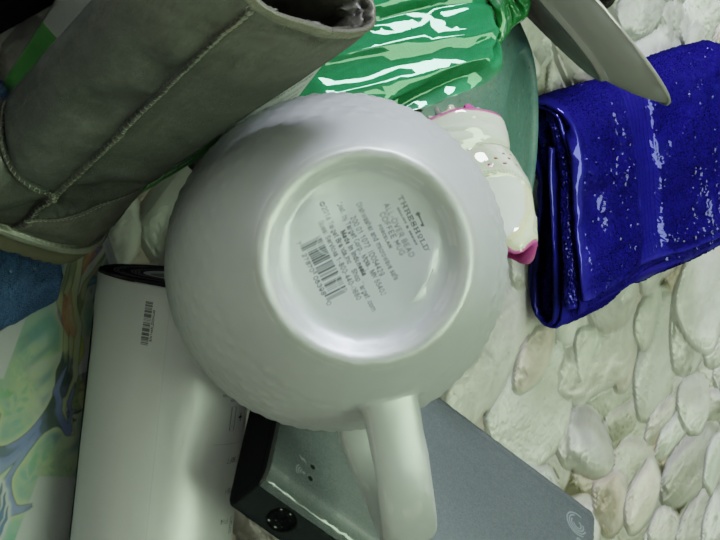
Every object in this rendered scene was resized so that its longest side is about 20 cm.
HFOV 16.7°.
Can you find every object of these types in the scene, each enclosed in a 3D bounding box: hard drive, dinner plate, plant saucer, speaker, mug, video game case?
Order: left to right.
[{"bbox_3d":[-0.166,0.084,1.168,0.182,0.022,0.200,-43,129,-38],"label":"video game case"},{"bbox_3d":[-0.097,0.101,1.177,0.081,0.081,0.201,-1,100,-52],"label":"speaker"},{"bbox_3d":[-0.002,0.021,1.049,0.147,0.175,0.201,-13,90,-7],"label":"mug"},{"bbox_3d":[0.031,0.118,1.194,0.200,0.033,0.140,37,32,-19],"label":"hard drive"},{"bbox_3d":[0.071,-0.072,1.355,0.201,0.039,0.202,3,90,-76],"label":"plant saucer"},{"bbox_3d":[0.093,-0.157,1.318,0.024,0.200,0.200,-44,138,2],"label":"dinner plate"}]

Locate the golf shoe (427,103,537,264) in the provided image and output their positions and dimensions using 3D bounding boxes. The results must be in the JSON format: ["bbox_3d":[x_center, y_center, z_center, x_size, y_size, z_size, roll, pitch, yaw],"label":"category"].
[{"bbox_3d":[0.000,0.000,1.232,0.092,0.200,0.075,61,17,17],"label":"golf shoe"}]

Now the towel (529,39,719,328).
[{"bbox_3d":[0.179,-0.058,1.552,0.200,0.049,0.148,-24,118,-47],"label":"towel"}]

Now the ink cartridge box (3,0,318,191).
[{"bbox_3d":[-0.048,-0.139,1.075,0.084,0.200,0.146,48,43,6],"label":"ink cartridge box"}]

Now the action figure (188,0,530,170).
[{"bbox_3d":[-0.001,-0.108,1.234,0.200,0.055,0.118,-18,82,-19],"label":"action figure"}]

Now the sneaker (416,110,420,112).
[{"bbox_3d":[0.003,-0.089,1.319,0.076,0.075,0.201,-25,120,-78],"label":"sneaker"}]

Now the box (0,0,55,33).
[{"bbox_3d":[-0.122,-0.201,1.015,0.164,0.086,0.200,-38,169,-42],"label":"box"}]

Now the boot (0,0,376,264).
[{"bbox_3d":[-0.120,-0.079,0.974,0.181,0.200,0.073,10,62,-37],"label":"boot"}]

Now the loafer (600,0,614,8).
[{"bbox_3d":[0.100,-0.236,1.402,0.200,0.073,0.071,61,42,-46],"label":"loafer"}]

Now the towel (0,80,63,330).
[{"bbox_3d":[-0.214,-0.006,1.043,0.200,0.048,0.112,-26,101,-47],"label":"towel"}]
